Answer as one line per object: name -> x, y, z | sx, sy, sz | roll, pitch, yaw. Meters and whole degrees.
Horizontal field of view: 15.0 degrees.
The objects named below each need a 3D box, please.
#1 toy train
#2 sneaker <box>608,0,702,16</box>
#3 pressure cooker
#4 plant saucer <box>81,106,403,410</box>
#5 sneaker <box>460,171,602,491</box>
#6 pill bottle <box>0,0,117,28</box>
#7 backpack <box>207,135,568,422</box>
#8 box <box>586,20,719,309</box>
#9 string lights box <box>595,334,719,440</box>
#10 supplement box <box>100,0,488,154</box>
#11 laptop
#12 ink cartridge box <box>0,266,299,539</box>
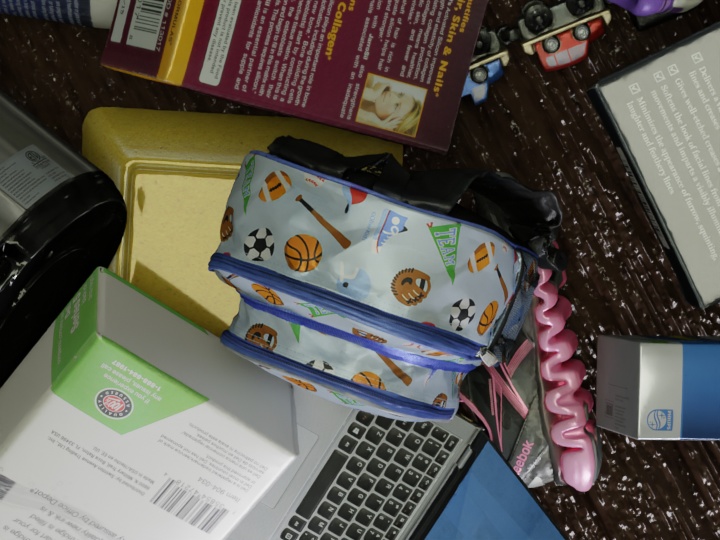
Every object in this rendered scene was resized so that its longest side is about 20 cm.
toy train -> 0.121, -0.145, 1.665 | 0.200, 0.034, 0.046 | -22, 102, 2
sneaker -> 0.118, -0.218, 1.609 | 0.200, 0.083, 0.081 | 36, 124, 23
pressure cooker -> -0.258, -0.038, 1.604 | 0.200, 0.176, 0.179 | 38, 95, 10
plant saucer -> -0.078, 0.004, 1.669 | 0.199, 0.048, 0.201 | 3, 92, 2
sneaker -> 0.084, 0.042, 1.659 | 0.095, 0.079, 0.201 | -12, 91, 14
pill bottle -> -0.183, -0.205, 1.631 | 0.199, 0.111, 0.111 | 9, 93, 2
backpack -> 0.000, 0.000, 1.531 | 0.199, 0.191, 0.154 | 13, 81, 13
box -> 0.256, -0.087, 1.625 | 0.200, 0.107, 0.149 | -25, 91, 3
string lights box -> 0.248, 0.070, 1.618 | 0.199, 0.103, 0.059 | 1, 91, -10
supplement box -> -0.035, -0.144, 1.578 | 0.200, 0.086, 0.111 | 13, 94, -33
laptop -> 0.001, 0.173, 1.616 | 0.200, 0.116, 0.187 | 30, 108, -6
ink cartridge box -> -0.153, 0.121, 1.603 | 0.145, 0.084, 0.200 | 33, 113, -21
